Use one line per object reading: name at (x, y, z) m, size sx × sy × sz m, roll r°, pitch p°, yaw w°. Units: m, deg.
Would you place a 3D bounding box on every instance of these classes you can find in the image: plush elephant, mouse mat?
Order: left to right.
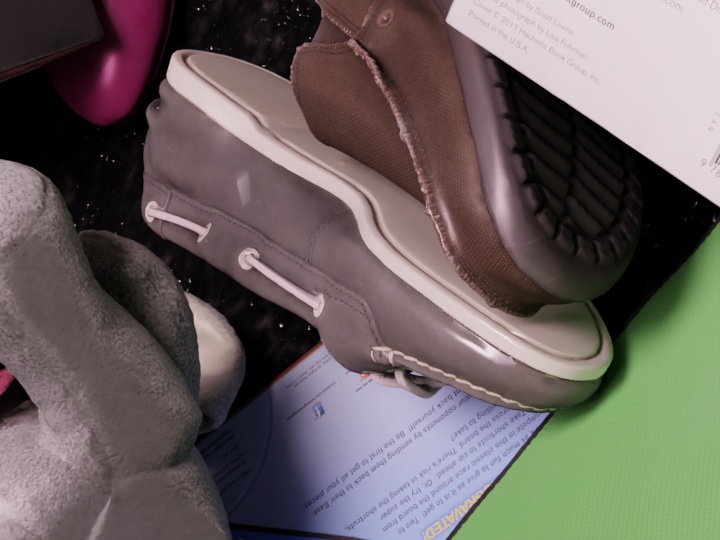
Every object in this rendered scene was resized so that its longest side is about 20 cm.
plush elephant at (-0.105, 0.067, 0.837) m, size 0.155 × 0.200 × 0.165 m, roll 15°, pitch 77°, yaw 57°
mouse mat at (0.088, 0.038, 0.712) m, size 0.200 × 0.008 × 0.161 m, roll -48°, pitch 18°, yaw -18°

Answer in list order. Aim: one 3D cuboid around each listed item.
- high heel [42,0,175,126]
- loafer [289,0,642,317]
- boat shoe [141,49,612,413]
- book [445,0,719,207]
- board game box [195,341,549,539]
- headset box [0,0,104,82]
high heel at (-0.121, -0.144, 0.929) m, size 0.067 × 0.096 × 0.201 m, roll -28°, pitch 68°, yaw 27°
loafer at (0.022, -0.049, 0.807) m, size 0.071 × 0.073 × 0.200 m, roll -39°, pitch 35°, yaw 18°
boat shoe at (0.000, 0.000, 0.826) m, size 0.200 × 0.067 × 0.057 m, roll 39°, pitch 117°, yaw 44°
book at (0.118, -0.114, 0.678) m, size 0.133 × 0.048 × 0.201 m, roll 37°, pitch 109°, yaw 28°
board game box at (-0.005, 0.078, 0.861) m, size 0.200 × 0.019 × 0.103 m, roll -38°, pitch 62°, yaw 23°
headset box at (-0.180, -0.117, 0.923) m, size 0.200 × 0.075 × 0.149 m, roll -16°, pitch 97°, yaw 46°
